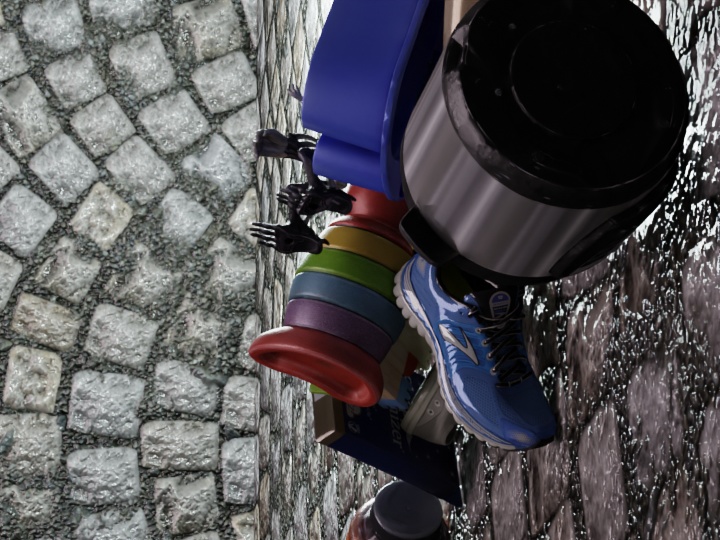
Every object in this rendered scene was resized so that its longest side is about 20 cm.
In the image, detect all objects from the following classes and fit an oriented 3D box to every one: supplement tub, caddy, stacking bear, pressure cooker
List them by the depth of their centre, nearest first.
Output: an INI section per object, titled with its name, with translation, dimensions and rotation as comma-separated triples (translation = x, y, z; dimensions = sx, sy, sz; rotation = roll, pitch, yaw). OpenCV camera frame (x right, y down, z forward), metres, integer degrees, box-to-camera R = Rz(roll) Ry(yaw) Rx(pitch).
[pressure cooker]
translation = 0.120, -0.088, 1.381
dimensions = 0.200, 0.175, 0.179
rotation = 120, 154, -63
[caddy]
translation = 0.029, -0.153, 1.580
dimensions = 0.142, 0.104, 0.201
rotation = 78, -153, -59
[stacking bear]
translation = 0.000, 0.000, 1.737
dimensions = 0.201, 0.121, 0.114
rotation = -69, 12, -17
[supplement tub]
translation = 0.032, 0.300, 2.026
dimensions = 0.200, 0.106, 0.107
rotation = 102, 165, -48

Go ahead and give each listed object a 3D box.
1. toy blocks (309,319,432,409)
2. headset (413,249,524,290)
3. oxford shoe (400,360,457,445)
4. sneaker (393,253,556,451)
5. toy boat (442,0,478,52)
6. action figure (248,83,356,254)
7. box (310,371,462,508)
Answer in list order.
[toy blocks]
translation = 0.025, 0.047, 1.867
dimensions = 0.137, 0.099, 0.201
rotation = 47, -129, -54
[headset]
translation = 0.103, -0.018, 1.772
dimensions = 0.124, 0.094, 0.201
rotation = -51, 39, 36
[oxford shoe]
translation = 0.099, 0.089, 1.836
dimensions = 0.200, 0.058, 0.075
rotation = -62, -3, 40
[sneaker]
translation = 0.100, 0.058, 1.637
dimensions = 0.200, 0.078, 0.089
rotation = 58, 143, 18
[toy boat]
translation = 0.137, -0.199, 1.541
dimensions = 0.131, 0.130, 0.201
rotation = -17, -68, -68
[action figure]
translation = -0.034, -0.112, 1.698
dimensions = 0.119, 0.102, 0.200
rotation = -57, 9, 46
[box]
translation = 0.033, 0.143, 1.920
dimensions = 0.032, 0.200, 0.122
rotation = -34, 44, 31
